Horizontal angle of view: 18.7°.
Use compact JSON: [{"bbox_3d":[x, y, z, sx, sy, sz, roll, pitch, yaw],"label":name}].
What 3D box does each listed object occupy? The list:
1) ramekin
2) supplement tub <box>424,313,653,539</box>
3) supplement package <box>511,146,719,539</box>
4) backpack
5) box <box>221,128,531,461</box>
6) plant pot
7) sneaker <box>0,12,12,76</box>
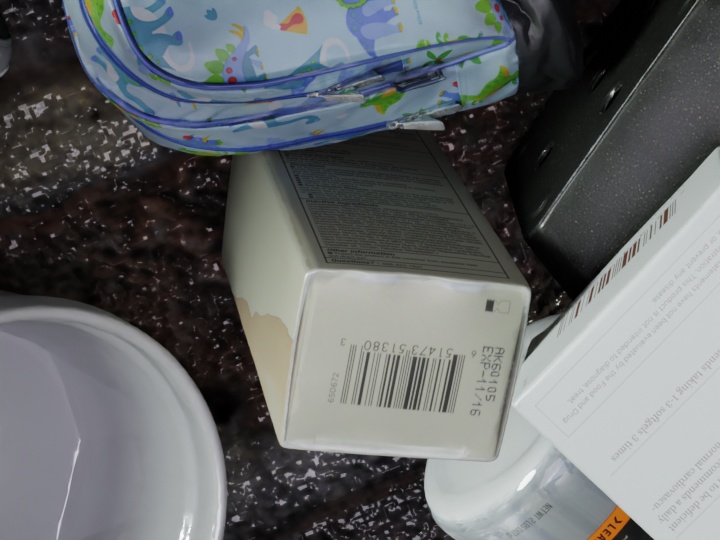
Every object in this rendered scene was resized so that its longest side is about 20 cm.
[{"bbox_3d":[-0.168,0.101,0.958,0.200,0.105,0.201,-10,107,-33],"label":"ramekin"},{"bbox_3d":[0.139,0.120,1.043,0.200,0.123,0.123,36,102,-21],"label":"supplement tub"},{"bbox_3d":[0.171,0.066,0.827,0.200,0.117,0.117,43,102,0],"label":"supplement package"},{"bbox_3d":[-0.025,-0.126,0.907,0.200,0.154,0.164,-16,88,13],"label":"backpack"},{"bbox_3d":[0.000,0.000,0.926,0.095,0.200,0.078,5,111,-11],"label":"box"},{"bbox_3d":[0.174,-0.035,0.958,0.177,0.200,0.200,32,103,-9],"label":"plant pot"},{"bbox_3d":[-0.191,-0.168,0.892,0.077,0.078,0.200,-29,113,-3],"label":"sneaker"}]
